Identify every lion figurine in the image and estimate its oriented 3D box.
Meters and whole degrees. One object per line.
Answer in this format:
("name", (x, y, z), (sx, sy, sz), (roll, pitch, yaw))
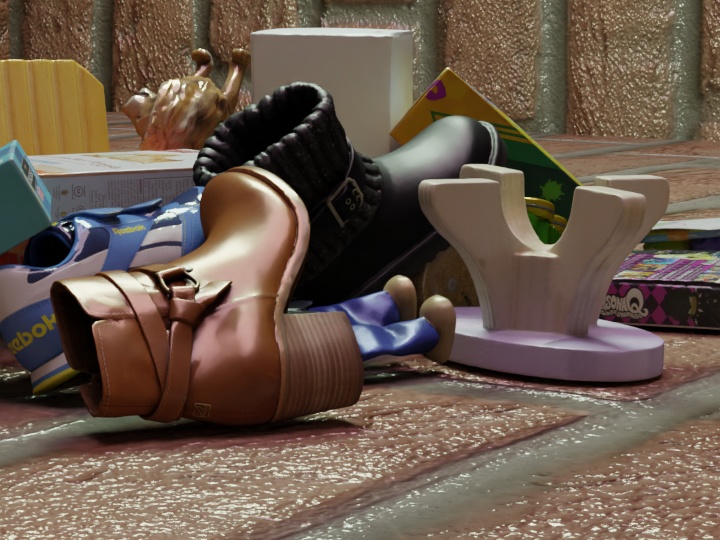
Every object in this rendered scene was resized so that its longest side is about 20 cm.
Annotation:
("lion figurine", (-0.122, -0.098, 1.807), (0.072, 0.123, 0.200), (6, -31, 20))

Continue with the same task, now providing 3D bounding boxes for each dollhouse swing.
("dollhouse swing", (-0.247, -0.072, 1.735), (0.199, 0.177, 0.182), (-2, 7, -29))

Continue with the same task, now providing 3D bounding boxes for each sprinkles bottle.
("sprinkles bottle", (0.000, 0.000, 1.613), (0.068, 0.069, 0.199), (-6, 10, -42))

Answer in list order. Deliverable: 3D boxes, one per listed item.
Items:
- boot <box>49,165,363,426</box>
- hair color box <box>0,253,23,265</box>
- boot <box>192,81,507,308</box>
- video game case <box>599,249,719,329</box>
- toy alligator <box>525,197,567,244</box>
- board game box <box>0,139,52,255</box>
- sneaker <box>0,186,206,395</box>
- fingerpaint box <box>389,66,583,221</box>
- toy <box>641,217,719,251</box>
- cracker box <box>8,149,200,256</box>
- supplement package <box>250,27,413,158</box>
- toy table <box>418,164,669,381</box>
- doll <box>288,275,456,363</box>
("boot", (-0.101, 0.014, 1.258), (0.155, 0.077, 0.200), (-3, 46, -24))
("hair color box", (-0.164, 0.007, 1.575), (0.199, 0.062, 0.102), (0, 7, -6))
("boot", (-0.001, -0.072, 1.496), (0.079, 0.158, 0.211), (14, 53, 49))
("video game case", (0.257, 0.013, 1.653), (0.180, 0.036, 0.200), (3, 7, 18))
("toy alligator", (0.120, -0.008, 1.612), (0.054, 0.060, 0.200), (5, -13, 19))
("board game box", (-0.280, -0.004, 1.335), (0.199, 0.047, 0.151), (-31, 10, -3))
("sneaker", (-0.146, -0.008, 1.339), (0.074, 0.082, 0.200), (-35, 6, 39))
("fingerpaint box", (0.114, -0.073, 1.777), (0.167, 0.073, 0.200), (42, 6, 4))
("toy", (0.264, -0.021, 1.887), (0.115, 0.047, 0.200), (-9, 8, -35))
("cracker box", (-0.169, -0.049, 1.540), (0.199, 0.058, 0.134), (-4, 9, -35))
("supplement package", (-0.022, -0.095, 1.830), (0.116, 0.201, 0.117), (3, 7, 11))
("toy table", (0.114, -0.001, 1.434), (0.183, 0.118, 0.200), (-4, 10, -41))
("doll", (-0.046, 0.040, 1.363), (0.199, 0.049, 0.136), (-7, 22, -35))
